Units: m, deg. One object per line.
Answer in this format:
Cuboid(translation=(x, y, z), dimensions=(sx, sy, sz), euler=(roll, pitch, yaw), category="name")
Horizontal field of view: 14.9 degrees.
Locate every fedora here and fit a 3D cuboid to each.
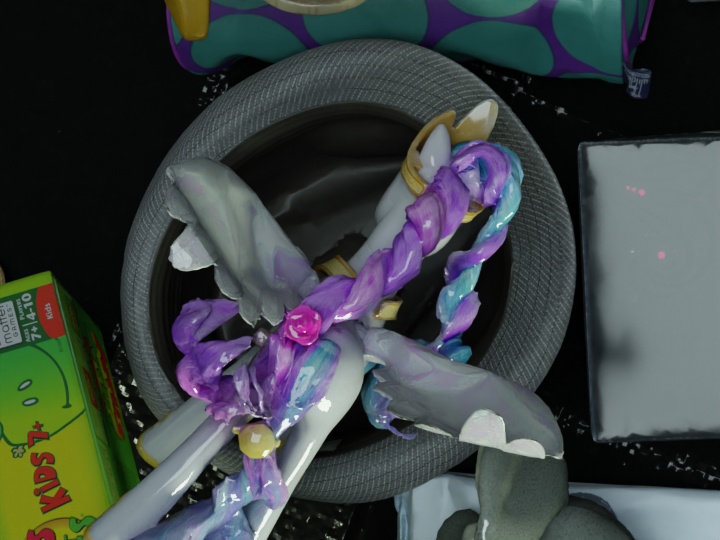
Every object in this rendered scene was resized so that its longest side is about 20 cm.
Cuboid(translation=(0.000, 0.000, 1.140), dimensions=(0.200, 0.090, 0.177), euler=(-43, 84, 14), category="fedora")

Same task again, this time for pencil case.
Cuboid(translation=(0.023, -0.118, 1.134), dimensions=(0.200, 0.092, 0.085), euler=(3, 57, 9), category="pencil case")

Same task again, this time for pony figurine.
Cuboid(translation=(-0.018, 0.031, 1.008), dimensions=(0.166, 0.193, 0.200), euler=(38, 108, -4), category="pony figurine")

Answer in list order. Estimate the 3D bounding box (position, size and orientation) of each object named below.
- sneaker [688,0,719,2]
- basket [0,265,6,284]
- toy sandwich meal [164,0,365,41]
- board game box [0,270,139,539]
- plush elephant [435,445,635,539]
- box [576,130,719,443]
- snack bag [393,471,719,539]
Cuboid(translation=(0.178, -0.182, 1.070), dimensions=(0.084, 0.200, 0.073), euler=(-3, 60, -8), category="sneaker")
Cuboid(translation=(-0.217, 0.091, 1.192), dimensions=(0.143, 0.149, 0.200), euler=(-32, 88, 41), category="basket")
Cuboid(translation=(-0.014, -0.153, 1.057), dimensions=(0.205, 0.205, 0.070), euler=(11, 133, 8), category="toy sandwich meal")
Cuboid(translation=(-0.112, 0.111, 1.100), dimensions=(0.048, 0.102, 0.200), euler=(-16, 75, 1), category="board game box")
Cuboid(translation=(0.048, 0.145, 1.096), dimensions=(0.155, 0.200, 0.165), euler=(-51, 123, -29), category="plush elephant")
Cuboid(translation=(0.191, 0.002, 1.104), dimensions=(0.200, 0.106, 0.123), euler=(-3, 92, 9), category="box")
Cuboid(translation=(0.107, 0.183, 1.168), dimensions=(0.200, 0.021, 0.189), euler=(3, 92, 10), category="snack bag")
